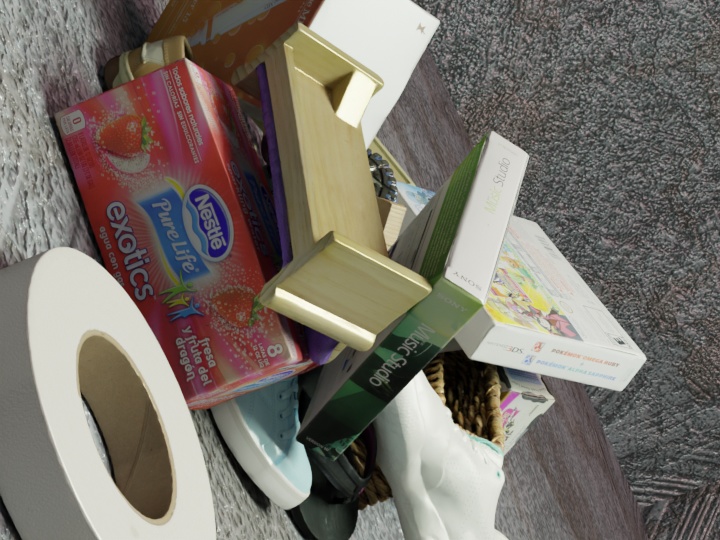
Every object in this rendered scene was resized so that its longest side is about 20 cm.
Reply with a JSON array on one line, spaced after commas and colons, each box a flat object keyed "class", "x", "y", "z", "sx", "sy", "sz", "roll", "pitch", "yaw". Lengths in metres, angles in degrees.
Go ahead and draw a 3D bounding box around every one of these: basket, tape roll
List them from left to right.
[{"class": "tape roll", "x": -0.134, "y": 0.086, "z": 0.843, "sx": 0.203, "sy": 0.037, "sz": 0.203, "roll": -21, "pitch": 90, "yaw": -79}, {"class": "basket", "x": 0.023, "y": 0.081, "z": 1.321, "sx": 0.200, "sy": 0.149, "sz": 0.143, "roll": -79, "pitch": 146, "yaw": -69}]

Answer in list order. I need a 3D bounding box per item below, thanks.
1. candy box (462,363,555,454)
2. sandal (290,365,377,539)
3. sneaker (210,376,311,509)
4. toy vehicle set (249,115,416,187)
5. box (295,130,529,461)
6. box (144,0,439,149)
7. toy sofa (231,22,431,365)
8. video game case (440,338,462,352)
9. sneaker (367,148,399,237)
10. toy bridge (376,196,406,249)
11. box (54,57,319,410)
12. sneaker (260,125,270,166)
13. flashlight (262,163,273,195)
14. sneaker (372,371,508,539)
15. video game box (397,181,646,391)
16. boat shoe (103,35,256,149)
[{"class": "candy box", "x": 0.077, "y": 0.086, "z": 1.498, "sx": 0.061, "sy": 0.136, "sz": 0.200, "roll": 14, "pitch": 35, "yaw": -40}, {"class": "sandal", "x": -0.021, "y": 0.110, "z": 1.173, "sx": 0.075, "sy": 0.048, "sz": 0.201, "roll": -28, "pitch": 118, "yaw": -49}, {"class": "sneaker", "x": -0.063, "y": 0.063, "z": 1.112, "sx": 0.074, "sy": 0.082, "sz": 0.200, "roll": -57, "pitch": 124, "yaw": -76}, {"class": "toy vehicle set", "x": -0.047, "y": -0.135, "z": 1.447, "sx": 0.200, "sy": 0.027, "sz": 0.124, "roll": 52, "pitch": 27, "yaw": 19}, {"class": "box", "x": 0.033, "y": 0.019, "z": 1.069, "sx": 0.036, "sy": 0.200, "sz": 0.144, "roll": 30, "pitch": 45, "yaw": -9}, {"class": "box", "x": -0.056, "y": -0.174, "z": 1.215, "sx": 0.097, "sy": 0.125, "sz": 0.200, "roll": 30, "pitch": 1, "yaw": -38}, {"class": "toy sofa", "x": -0.032, "y": -0.046, "z": 1.014, "sx": 0.083, "sy": 0.098, "sz": 0.200, "roll": 29, "pitch": 36, "yaw": -37}, {"class": "video game case", "x": 0.049, "y": 0.001, "z": 1.407, "sx": 0.182, "sy": 0.023, "sz": 0.200, "roll": 44, "pitch": 25, "yaw": 26}, {"class": "sneaker", "x": 0.000, "y": 0.000, "z": 1.274, "sx": 0.085, "sy": 0.077, "sz": 0.200, "roll": 120, "pitch": -28, "yaw": -46}, {"class": "toy bridge", "x": -0.050, "y": -0.036, "z": 1.167, "sx": 0.200, "sy": 0.067, "sz": 0.027, "roll": 15, "pitch": 5, "yaw": -41}, {"class": "box", "x": -0.104, "y": -0.019, "z": 1.037, "sx": 0.103, "sy": 0.095, "sz": 0.200, "roll": 18, "pitch": 51, "yaw": -77}, {"class": "sneaker", "x": -0.057, "y": -0.150, "z": 1.329, "sx": 0.090, "sy": 0.075, "sz": 0.200, "roll": 56, "pitch": 18, "yaw": -20}, {"class": "flashlight", "x": -0.069, "y": -0.002, "z": 1.276, "sx": 0.200, "sy": 0.068, "sz": 0.068, "roll": -106, "pitch": 177, "yaw": -54}, {"class": "sneaker", "x": 0.063, "y": 0.136, "z": 1.202, "sx": 0.075, "sy": 0.088, "sz": 0.200, "roll": 34, "pitch": -37, "yaw": 64}, {"class": "video game box", "x": 0.123, "y": 0.013, "z": 1.391, "sx": 0.182, "sy": 0.047, "sz": 0.200, "roll": 17, "pitch": 27, "yaw": -39}, {"class": "boat shoe", "x": -0.108, "y": -0.070, "z": 1.165, "sx": 0.072, "sy": 0.076, "sz": 0.200, "roll": -83, "pitch": 150, "yaw": -68}]
